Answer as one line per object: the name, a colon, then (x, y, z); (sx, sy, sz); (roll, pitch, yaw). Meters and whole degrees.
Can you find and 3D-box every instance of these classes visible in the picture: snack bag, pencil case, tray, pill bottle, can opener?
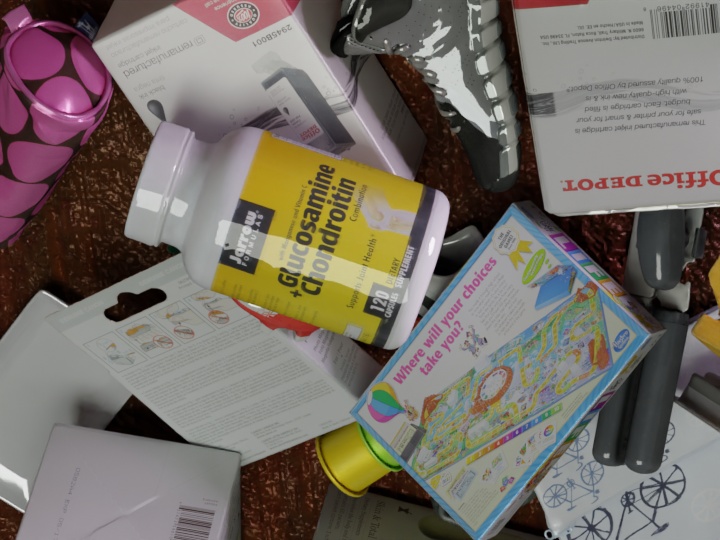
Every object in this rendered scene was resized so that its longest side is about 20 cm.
snack bag: (0.216, 0.144, 1.725); (0.188, 0.021, 0.201); (-27, 117, -7)
pencil case: (-0.243, -0.096, 1.653); (0.094, 0.091, 0.200); (44, 138, 1)
tray: (-0.250, 0.101, 1.843); (0.107, 0.022, 0.200); (34, 123, -10)
pill bottle: (-0.049, -0.029, 1.564); (0.199, 0.112, 0.112); (18, 124, -2)
can opener: (0.193, 0.039, 1.638); (0.053, 0.067, 0.201); (11, 90, 34)

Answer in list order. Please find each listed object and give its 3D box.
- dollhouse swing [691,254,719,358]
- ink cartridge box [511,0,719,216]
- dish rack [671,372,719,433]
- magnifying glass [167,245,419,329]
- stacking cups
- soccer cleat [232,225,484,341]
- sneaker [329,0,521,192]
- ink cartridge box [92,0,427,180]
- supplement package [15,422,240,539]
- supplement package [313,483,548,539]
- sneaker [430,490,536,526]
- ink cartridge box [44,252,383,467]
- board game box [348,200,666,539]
dollhouse swing: (0.356, 0.016, 1.599); (0.181, 0.176, 0.200); (31, 87, 22)
ink cartridge box: (0.182, -0.145, 1.558); (0.144, 0.084, 0.201); (-3, 120, 13)
dish rack: (0.326, 0.130, 1.652); (0.199, 0.172, 0.044); (26, 96, -28)
magnifying glass: (-0.045, 0.011, 1.722); (0.199, 0.080, 0.022); (22, 91, -13)
stacking cups: (0.056, 0.094, 1.756); (0.200, 0.061, 0.061); (-36, 109, 26)
soccer cleat: (0.000, 0.000, 1.658); (0.199, 0.069, 0.085); (2, 132, -32)
sneaker: (0.039, -0.139, 1.582); (0.115, 0.075, 0.201); (-13, 111, -6)
ink cartridge box: (-0.067, -0.121, 1.626); (0.145, 0.085, 0.200); (-23, 117, 24)
supplement package: (-0.177, 0.246, 1.819); (0.150, 0.152, 0.200); (9, 139, 5)
supplement package: (0.047, 0.287, 1.813); (0.199, 0.152, 0.151); (14, 124, 2)
sneaker: (0.134, 0.130, 1.740); (0.200, 0.085, 0.075); (-35, 110, 22)
ink cartridge box: (-0.105, 0.056, 1.735); (0.162, 0.057, 0.200); (-24, 121, 38)
board game box: (0.100, 0.071, 1.645); (0.134, 0.034, 0.200); (45, 112, 17)
